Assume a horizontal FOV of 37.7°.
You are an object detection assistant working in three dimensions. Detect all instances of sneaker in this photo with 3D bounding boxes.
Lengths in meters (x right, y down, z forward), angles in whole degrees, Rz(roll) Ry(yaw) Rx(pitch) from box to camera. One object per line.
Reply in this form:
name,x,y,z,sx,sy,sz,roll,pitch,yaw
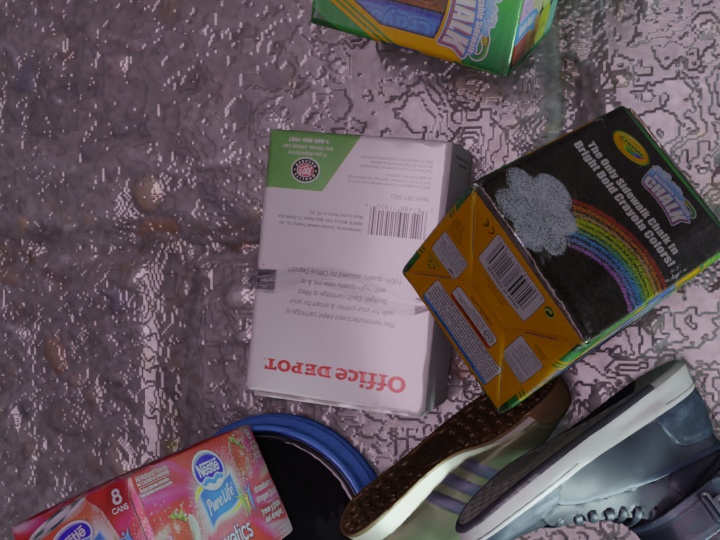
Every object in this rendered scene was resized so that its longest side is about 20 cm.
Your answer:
sneaker,0.178,0.174,0.720,0.201,0.077,0.147,-29,87,-14
sneaker,0.087,0.164,0.799,0.199,0.067,0.090,-36,109,0

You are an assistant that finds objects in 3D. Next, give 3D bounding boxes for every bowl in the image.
bowl,-0.071,0.220,0.855,0.199,0.039,0.203,0,90,18

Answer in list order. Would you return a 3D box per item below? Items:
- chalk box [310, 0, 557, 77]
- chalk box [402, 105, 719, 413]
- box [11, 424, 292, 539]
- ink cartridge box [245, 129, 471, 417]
chalk box,0.082,-0.224,0.748,0.198,0.124,0.125,21,123,17
chalk box,0.154,-0.017,0.724,0.125,0.199,0.124,56,147,12
box,-0.139,0.184,0.752,0.099,0.200,0.096,-25,84,16
ink cartridge box,0.000,0.000,0.811,0.145,0.084,0.202,7,92,18
